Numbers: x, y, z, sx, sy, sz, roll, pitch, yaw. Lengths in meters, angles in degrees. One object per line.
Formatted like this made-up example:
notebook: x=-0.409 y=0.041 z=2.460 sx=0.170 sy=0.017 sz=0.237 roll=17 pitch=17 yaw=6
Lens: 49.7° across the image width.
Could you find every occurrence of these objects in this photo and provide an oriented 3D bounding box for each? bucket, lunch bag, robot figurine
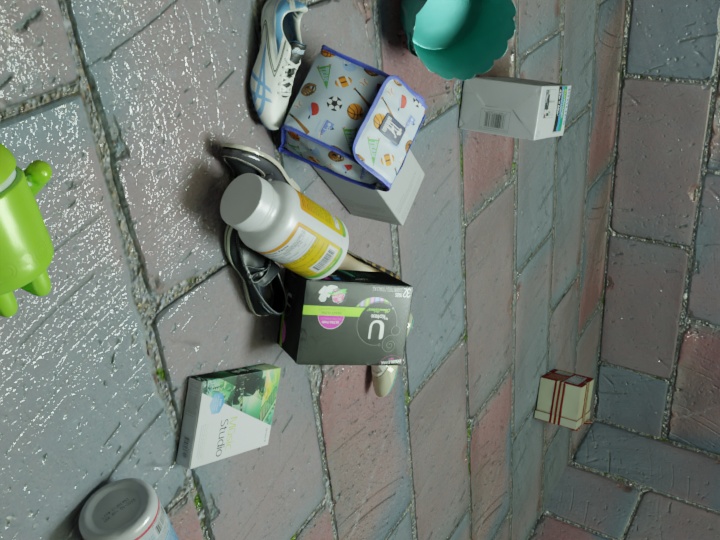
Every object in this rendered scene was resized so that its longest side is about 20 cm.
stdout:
bucket: x=0.176 y=-0.475 z=1.472 sx=0.206 sy=0.135 sz=0.208 roll=-9 pitch=128 yaw=-11
lunch bag: x=-0.008 y=-0.240 z=1.257 sx=0.170 sy=0.200 sz=0.124 roll=-65 pitch=-178 yaw=-14
robot figurine: x=-0.392 y=-0.052 z=0.798 sx=0.175 sy=0.115 sz=0.200 roll=-39 pitch=134 yaw=-35

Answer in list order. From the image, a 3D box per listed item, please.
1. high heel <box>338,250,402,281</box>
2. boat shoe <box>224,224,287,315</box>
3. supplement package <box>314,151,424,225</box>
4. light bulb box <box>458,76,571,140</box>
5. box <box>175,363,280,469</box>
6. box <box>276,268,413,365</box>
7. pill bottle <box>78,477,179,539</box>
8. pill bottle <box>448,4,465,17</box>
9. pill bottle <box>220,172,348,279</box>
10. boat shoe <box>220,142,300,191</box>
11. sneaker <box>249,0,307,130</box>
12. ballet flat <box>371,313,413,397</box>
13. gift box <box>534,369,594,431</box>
high heel: x=0.000 y=0.000 z=1.445 sx=0.200 sy=0.142 sz=0.072 roll=30 pitch=77 yaw=-59
boat shoe: x=-0.164 y=-0.005 z=1.252 sx=0.075 sy=0.062 sz=0.200 roll=-47 pitch=137 yaw=-38
supplement package: x=0.016 y=-0.189 z=1.416 sx=0.120 sy=0.121 sz=0.200 roll=-66 pitch=149 yaw=-16
light bulb box: x=0.368 y=-0.389 z=1.844 sx=0.200 sy=0.198 sz=0.125 roll=-19 pitch=120 yaw=-54
box: x=-0.215 y=0.237 z=1.292 sx=0.200 sy=0.036 sz=0.145 roll=-2 pitch=104 yaw=-60
box: x=-0.030 y=0.079 z=1.362 sx=0.199 sy=0.124 sz=0.149 roll=3 pitch=100 yaw=-23
pill bottle: x=-0.318 y=0.401 z=1.116 sx=0.109 sy=0.108 sz=0.200 roll=-47 pitch=139 yaw=-39
pill bottle: x=0.203 y=-0.609 z=1.572 sx=0.106 sy=0.106 sz=0.201 roll=19 pitch=86 yaw=-60
pill bottle: x=-0.116 y=-0.069 z=1.183 sx=0.200 sy=0.111 sz=0.111 roll=32 pitch=75 yaw=-49
boat shoe: x=-0.155 y=-0.135 z=1.204 sx=0.200 sy=0.072 sz=0.063 roll=39 pitch=66 yaw=-62
sneaker: x=-0.122 y=-0.314 z=1.187 sx=0.072 sy=0.072 sz=0.201 roll=-16 pitch=117 yaw=-58
ballet flat: x=0.055 y=0.175 z=1.700 sx=0.069 sy=0.069 sz=0.201 roll=36 pitch=69 yaw=-58
gift box: x=0.769 y=0.485 z=2.884 sx=0.200 sy=0.184 sz=0.187 roll=-5 pitch=105 yaw=-52
